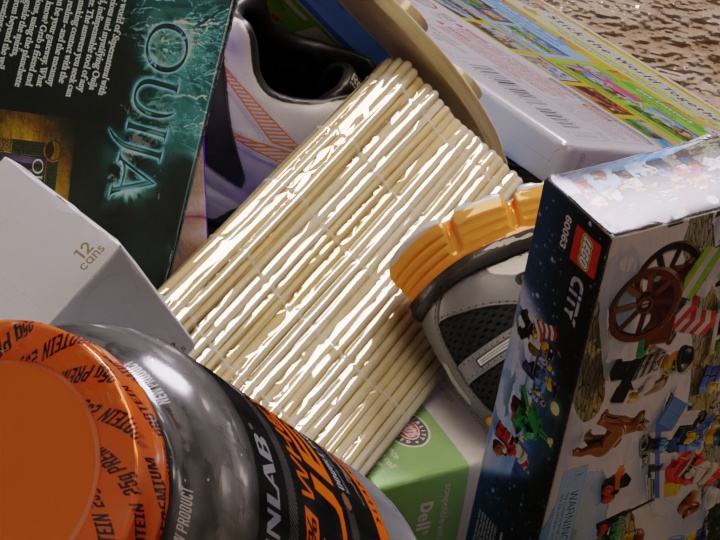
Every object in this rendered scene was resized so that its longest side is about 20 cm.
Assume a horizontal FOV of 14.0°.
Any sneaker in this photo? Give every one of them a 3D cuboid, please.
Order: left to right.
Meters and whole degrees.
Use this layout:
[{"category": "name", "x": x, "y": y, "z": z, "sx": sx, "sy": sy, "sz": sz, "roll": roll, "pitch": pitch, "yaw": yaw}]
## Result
[{"category": "sneaker", "x": -0.001, "y": -0.034, "z": 1.148, "sx": 0.199, "sy": 0.080, "sz": 0.074, "roll": 32, "pitch": 32, "yaw": -22}, {"category": "sneaker", "x": 0.112, "y": 0.000, "z": 1.047, "sx": 0.199, "sy": 0.078, "sz": 0.078, "roll": -17, "pitch": 75, "yaw": -9}]

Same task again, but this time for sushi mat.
[{"category": "sushi mat", "x": 0.000, "y": 0.000, "z": 1.053, "sx": 0.096, "sy": 0.012, "sz": 0.200, "roll": 43, "pitch": 42, "yaw": -2}]

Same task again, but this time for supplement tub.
[{"category": "supplement tub", "x": -0.065, "y": 0.090, "z": 0.878, "sx": 0.122, "sy": 0.123, "sz": 0.200, "roll": 30, "pitch": -5, "yaw": 28}]

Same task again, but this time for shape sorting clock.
[{"category": "shape sorting clock", "x": -0.017, "y": -0.097, "z": 1.208, "sx": 0.199, "sy": 0.200, "sz": 0.039, "roll": 30, "pitch": 70, "yaw": 28}]

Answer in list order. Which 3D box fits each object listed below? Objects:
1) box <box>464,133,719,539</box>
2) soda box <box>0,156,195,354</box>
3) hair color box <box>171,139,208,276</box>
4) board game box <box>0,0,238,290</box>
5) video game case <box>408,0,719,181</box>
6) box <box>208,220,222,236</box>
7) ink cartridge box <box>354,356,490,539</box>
[{"category": "box", "x": 0.108, "y": 0.046, "z": 0.997, "sx": 0.136, "sy": 0.201, "sz": 0.038, "roll": -14, "pitch": 42, "yaw": -31}, {"category": "soda box", "x": -0.150, "y": 0.065, "z": 0.938, "sx": 0.064, "sy": 0.068, "sz": 0.200, "roll": 35, "pitch": 77, "yaw": 34}, {"category": "hair color box", "x": -0.113, "y": -0.026, "z": 1.063, "sx": 0.109, "sy": 0.202, "sz": 0.065, "roll": -2, "pitch": -3, "yaw": -16}, {"category": "board game box", "x": -0.128, "y": -0.022, "z": 1.011, "sx": 0.134, "sy": 0.201, "sz": 0.028, "roll": 16, "pitch": -8, "yaw": -13}, {"category": "video game case", "x": 0.073, "y": -0.088, "z": 1.305, "sx": 0.200, "sy": 0.023, "sz": 0.181, "roll": 36, "pitch": 22, "yaw": 35}, {"category": "box", "x": -0.125, "y": -0.016, "z": 1.182, "sx": 0.199, "sy": 0.040, "sz": 0.137, "roll": 13, "pitch": 32, "yaw": 6}, {"category": "ink cartridge box", "x": 0.059, "y": 0.050, "z": 1.101, "sx": 0.199, "sy": 0.068, "sz": 0.117, "roll": -12, "pitch": 41, "yaw": -28}]
